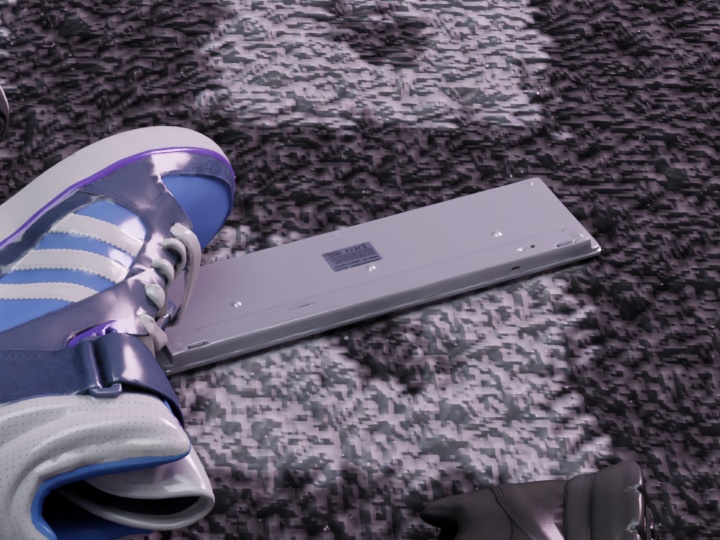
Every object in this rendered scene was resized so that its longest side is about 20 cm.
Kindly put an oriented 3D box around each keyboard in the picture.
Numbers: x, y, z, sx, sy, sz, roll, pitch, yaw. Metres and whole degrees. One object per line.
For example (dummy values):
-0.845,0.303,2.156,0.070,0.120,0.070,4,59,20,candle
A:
0.000,0.000,0.961,0.199,0.011,0.056,-15,35,-22,keyboard

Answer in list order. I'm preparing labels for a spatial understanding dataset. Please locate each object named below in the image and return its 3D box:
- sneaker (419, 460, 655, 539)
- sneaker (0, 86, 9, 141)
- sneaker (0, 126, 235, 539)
0.048,0.138,0.742,0.090,0.076,0.200,-2,29,10,sneaker
-0.247,-0.068,0.980,0.198,0.076,0.077,-4,42,-10,sneaker
-0.086,0.036,0.857,0.199,0.081,0.146,-29,57,-37,sneaker
